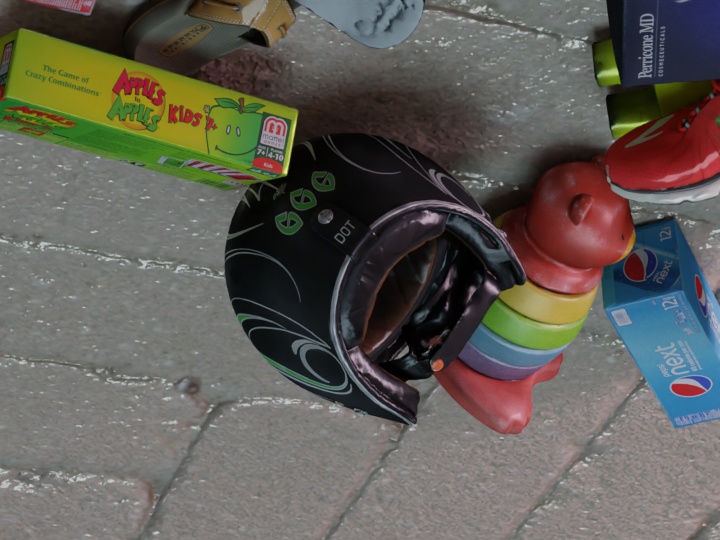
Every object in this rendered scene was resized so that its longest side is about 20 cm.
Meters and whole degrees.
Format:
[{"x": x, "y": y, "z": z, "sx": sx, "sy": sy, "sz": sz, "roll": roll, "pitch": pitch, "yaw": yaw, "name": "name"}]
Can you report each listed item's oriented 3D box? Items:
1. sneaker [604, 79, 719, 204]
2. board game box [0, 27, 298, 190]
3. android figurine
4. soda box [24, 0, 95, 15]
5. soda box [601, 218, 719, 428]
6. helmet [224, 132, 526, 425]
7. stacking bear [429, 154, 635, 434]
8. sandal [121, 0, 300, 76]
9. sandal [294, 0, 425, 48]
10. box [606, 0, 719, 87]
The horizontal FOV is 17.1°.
[{"x": 0.246, "y": -0.110, "z": 1.566, "sx": 0.199, "sy": 0.077, "sz": 0.085, "roll": -21, "pitch": 131, "yaw": 17, "name": "sneaker"}, {"x": -0.153, "y": -0.104, "z": 1.587, "sx": 0.199, "sy": 0.048, "sz": 0.101, "roll": 15, "pitch": 169, "yaw": -25, "name": "board game box"}, {"x": 0.259, "y": -0.138, "z": 1.609, "sx": 0.198, "sy": 0.041, "sz": 0.182, "roll": -10, "pitch": 146, "yaw": 12, "name": "android figurine"}, {"x": -0.162, "y": -0.240, "z": 1.392, "sx": 0.063, "sy": 0.070, "sz": 0.200, "roll": 9, "pitch": 144, "yaw": -17, "name": "soda box"}, {"x": 0.243, "y": 0.044, "z": 1.859, "sx": 0.064, "sy": 0.068, "sz": 0.200, "roll": -13, "pitch": 145, "yaw": 17, "name": "soda box"}, {"x": 0.000, "y": 0.000, "z": 1.664, "sx": 0.199, "sy": 0.190, "sz": 0.202, "roll": -10, "pitch": 111, "yaw": -28, "name": "helmet"}, {"x": 0.131, "y": 0.002, "z": 1.755, "sx": 0.113, "sy": 0.122, "sz": 0.200, "roll": 35, "pitch": 129, "yaw": 2, "name": "stacking bear"}, {"x": -0.080, "y": -0.167, "z": 1.525, "sx": 0.199, "sy": 0.055, "sz": 0.081, "roll": -30, "pitch": 138, "yaw": 35, "name": "sandal"}, {"x": -0.052, "y": -0.196, "z": 1.443, "sx": 0.199, "sy": 0.043, "sz": 0.076, "roll": 24, "pitch": 120, "yaw": -6, "name": "sandal"}, {"x": 0.249, "y": -0.201, "z": 1.454, "sx": 0.198, "sy": 0.105, "sz": 0.148, "roll": -6, "pitch": 147, "yaw": 3, "name": "box"}]
